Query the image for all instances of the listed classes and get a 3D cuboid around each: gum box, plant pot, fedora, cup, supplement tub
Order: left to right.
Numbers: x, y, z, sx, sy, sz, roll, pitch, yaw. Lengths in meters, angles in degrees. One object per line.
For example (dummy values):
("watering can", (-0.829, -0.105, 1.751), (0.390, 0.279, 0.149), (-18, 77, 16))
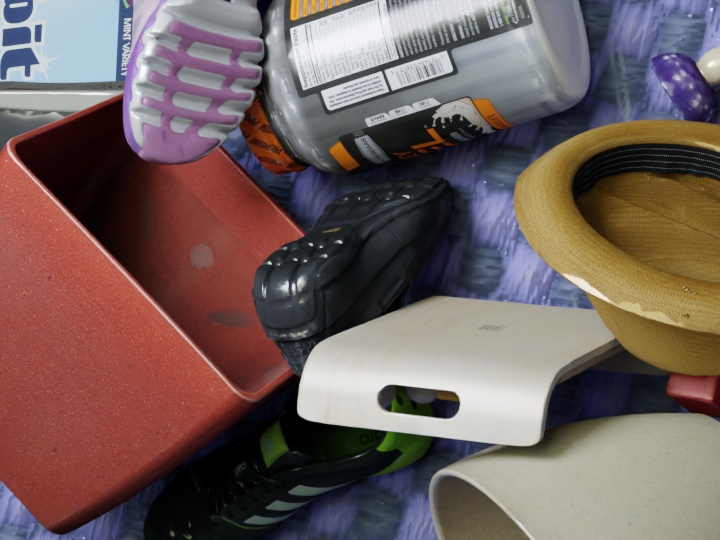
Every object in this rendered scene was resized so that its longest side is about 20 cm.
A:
("gum box", (-0.208, -0.189, 1.840), (0.199, 0.045, 0.171), (-5, 74, 25))
("plant pot", (-0.145, 0.035, 1.646), (0.200, 0.200, 0.176), (46, 116, 5))
("supplement tub", (0.027, -0.130, 1.667), (0.199, 0.122, 0.123), (-16, 68, 21))
("cup", (0.151, 0.157, 1.501), (0.143, 0.201, 0.201), (-31, 61, -15))
("fedora", (0.177, -0.003, 1.504), (0.200, 0.200, 0.082), (30, 133, 29))

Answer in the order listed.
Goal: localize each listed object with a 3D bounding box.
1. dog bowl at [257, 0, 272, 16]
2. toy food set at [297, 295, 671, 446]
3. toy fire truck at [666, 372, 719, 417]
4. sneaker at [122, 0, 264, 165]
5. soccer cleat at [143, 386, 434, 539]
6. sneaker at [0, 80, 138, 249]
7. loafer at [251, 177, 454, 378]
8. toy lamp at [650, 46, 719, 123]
("dog bowl", (-0.079, -0.260, 1.746), (0.198, 0.079, 0.202), (-1, 80, 5))
("toy food set", (0.073, 0.061, 1.549), (0.143, 0.200, 0.061), (5, 103, 26))
("toy fire truck", (0.245, 0.038, 1.555), (0.140, 0.049, 0.201), (7, 77, 26))
("sneaker", (-0.106, -0.157, 1.649), (0.088, 0.080, 0.202), (-5, 71, 51))
("soccer cleat", (-0.051, 0.115, 1.654), (0.199, 0.081, 0.068), (-26, 65, 16))
("sneaker", (-0.219, -0.064, 1.769), (0.199, 0.075, 0.107), (1, 99, 22))
("loafer", (0.000, 0.000, 1.622), (0.068, 0.200, 0.071), (-4, 110, 29))
("toy lamp", (0.262, -0.154, 1.600), (0.199, 0.058, 0.058), (-35, 63, 13))
